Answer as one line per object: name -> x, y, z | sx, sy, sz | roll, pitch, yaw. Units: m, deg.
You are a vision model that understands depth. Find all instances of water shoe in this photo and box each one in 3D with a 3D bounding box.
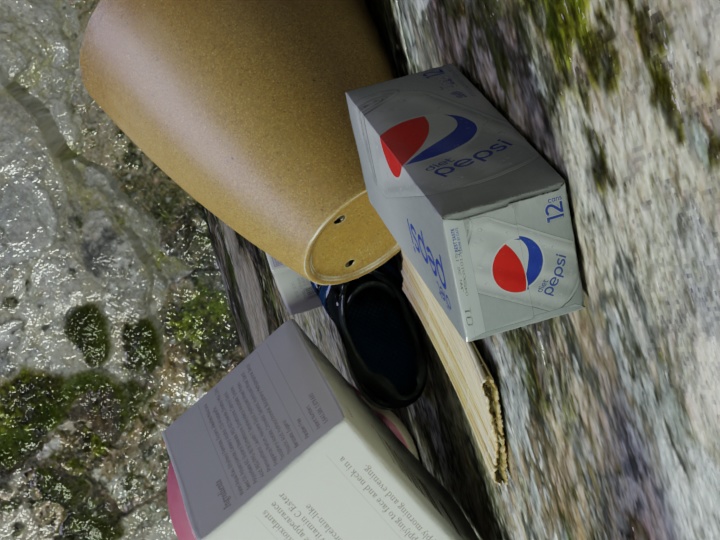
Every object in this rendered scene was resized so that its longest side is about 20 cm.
water shoe -> 0.000, 0.000, 1.575 | 0.201, 0.071, 0.079 | 64, 169, 4

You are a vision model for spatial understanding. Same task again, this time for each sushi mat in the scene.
sushi mat -> 0.056, 0.041, 1.428 | 0.201, 0.012, 0.096 | -114, 12, -49

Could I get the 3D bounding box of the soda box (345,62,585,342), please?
soda box -> 0.049, -0.039, 1.110 | 0.200, 0.063, 0.069 | -121, 17, -64

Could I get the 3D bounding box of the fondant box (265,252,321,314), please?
fondant box -> -0.071, -0.078, 1.907 | 0.144, 0.058, 0.201 | 75, 176, -74

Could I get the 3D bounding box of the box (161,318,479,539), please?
box -> -0.018, 0.172, 1.537 | 0.199, 0.130, 0.200 | 49, -178, -22

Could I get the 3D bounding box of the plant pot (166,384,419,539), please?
plant pot -> -0.042, 0.173, 1.832 | 0.179, 0.199, 0.202 | -21, 85, 67

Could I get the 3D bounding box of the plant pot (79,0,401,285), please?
plant pot -> -0.046, -0.096, 1.378 | 0.200, 0.185, 0.187 | 53, 164, 28
